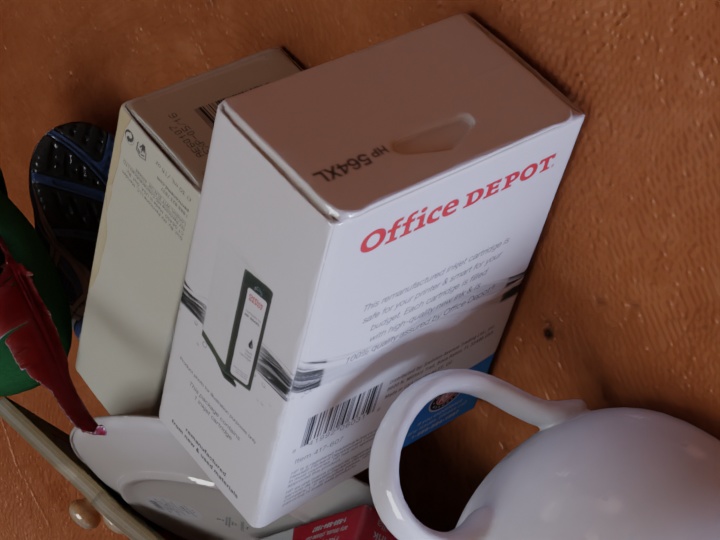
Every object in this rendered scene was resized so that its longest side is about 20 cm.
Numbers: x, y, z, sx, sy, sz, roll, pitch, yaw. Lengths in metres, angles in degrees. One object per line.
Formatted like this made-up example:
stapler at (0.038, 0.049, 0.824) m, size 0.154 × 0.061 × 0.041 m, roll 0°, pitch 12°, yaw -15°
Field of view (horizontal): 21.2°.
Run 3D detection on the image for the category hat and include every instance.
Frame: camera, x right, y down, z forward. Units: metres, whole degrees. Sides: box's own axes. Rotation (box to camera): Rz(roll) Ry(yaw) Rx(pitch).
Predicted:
hat at (-0.163, 0.026, 1.046) m, size 0.175 × 0.201 × 0.166 m, roll 8°, pitch 149°, yaw 17°

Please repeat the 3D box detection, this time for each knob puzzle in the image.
knob puzzle at (-0.116, 0.166, 1.122) m, size 0.219 × 0.030 × 0.220 m, roll 40°, pitch 175°, yaw 4°

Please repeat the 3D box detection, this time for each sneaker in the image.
sneaker at (-0.140, 0.007, 1.125) m, size 0.077 × 0.075 × 0.201 m, roll -165°, pitch 57°, yaw -70°

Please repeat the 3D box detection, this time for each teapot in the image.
teapot at (0.099, 0.162, 0.839) m, size 0.200 × 0.146 × 0.198 m, roll 34°, pitch 135°, yaw 37°

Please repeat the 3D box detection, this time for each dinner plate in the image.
dinner plate at (-0.062, 0.127, 1.021) m, size 0.199 × 0.024 × 0.200 m, roll 16°, pitch 157°, yaw 7°

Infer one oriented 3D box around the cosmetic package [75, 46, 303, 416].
cosmetic package at (-0.078, -0.008, 0.995) m, size 0.073 × 0.103 × 0.201 m, roll 47°, pitch 141°, yaw 25°

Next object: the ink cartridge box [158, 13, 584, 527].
ink cartridge box at (0.000, 0.000, 0.861) m, size 0.084 × 0.146 × 0.201 m, roll 45°, pitch 140°, yaw 27°

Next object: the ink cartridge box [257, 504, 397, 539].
ink cartridge box at (-0.008, 0.245, 0.947) m, size 0.144 × 0.201 × 0.145 m, roll 32°, pitch 150°, yaw -21°
